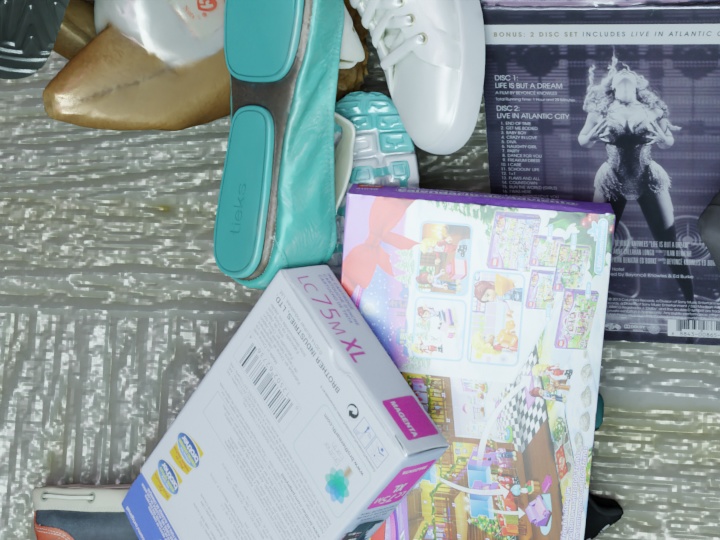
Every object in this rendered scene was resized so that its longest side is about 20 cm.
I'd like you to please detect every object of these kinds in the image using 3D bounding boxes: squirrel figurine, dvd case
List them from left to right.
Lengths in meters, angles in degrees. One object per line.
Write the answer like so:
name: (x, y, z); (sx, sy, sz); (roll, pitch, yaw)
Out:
squirrel figurine: (-0.091, -0.146, 0.926); (0.199, 0.187, 0.142); (6, 95, -18)
dvd case: (0.142, -0.049, 0.864); (0.148, 0.016, 0.201); (2, 121, 15)

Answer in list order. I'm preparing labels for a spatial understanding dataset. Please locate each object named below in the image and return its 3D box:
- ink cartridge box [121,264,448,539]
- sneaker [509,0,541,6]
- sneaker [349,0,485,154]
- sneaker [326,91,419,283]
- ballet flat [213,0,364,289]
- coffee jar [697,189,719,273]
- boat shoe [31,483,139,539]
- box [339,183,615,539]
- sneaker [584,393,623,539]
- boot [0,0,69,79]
ink cartridge box: (-0.047, 0.107, 0.839); (0.200, 0.042, 0.120); (-52, 60, 32)
sneaker: (0.126, -0.142, 0.881); (0.199, 0.115, 0.076); (-10, 79, 14)
sneaker: (0.007, -0.155, 0.840); (0.084, 0.073, 0.201); (-3, 75, -30)
sneaker: (0.000, 0.000, 0.905); (0.077, 0.091, 0.201); (4, 99, 8)
ballet flat: (-0.033, -0.091, 0.827); (0.067, 0.070, 0.201); (13, 100, 45)
coffee jar: (0.263, -0.049, 0.817); (0.200, 0.104, 0.085); (-44, 40, -9)
boat shoe: (-0.102, 0.134, 0.944); (0.199, 0.071, 0.063); (-17, 78, 17)
box: (0.055, 0.060, 0.841); (0.136, 0.039, 0.201); (5, 101, 4)
sneaker: (0.088, 0.059, 0.894); (0.080, 0.071, 0.201); (-16, 97, 4)
boot: (-0.171, -0.221, 0.834); (0.182, 0.072, 0.201); (-49, 34, 39)
